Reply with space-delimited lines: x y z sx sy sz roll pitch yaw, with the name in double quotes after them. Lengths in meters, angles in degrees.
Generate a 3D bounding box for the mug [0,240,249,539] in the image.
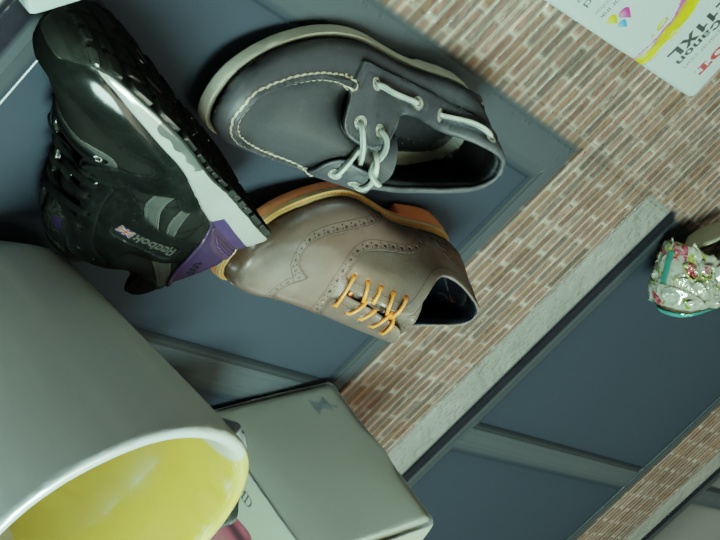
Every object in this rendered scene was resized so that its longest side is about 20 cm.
-0.154 0.078 0.731 0.149 0.153 0.187 -28 151 -20 "mug"

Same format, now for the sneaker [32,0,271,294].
-0.109 -0.039 0.701 0.087 0.076 0.200 -33 152 1 "sneaker"

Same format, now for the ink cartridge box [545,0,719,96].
0.157 -0.187 0.789 0.146 0.083 0.200 -49 150 17 "ink cartridge box"

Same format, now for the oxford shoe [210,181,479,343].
0.000 0.000 0.885 0.200 0.073 0.071 0 134 -50 "oxford shoe"

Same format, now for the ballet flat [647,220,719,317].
0.301 -0.010 1.247 0.200 0.075 0.064 -14 110 -47 "ballet flat"

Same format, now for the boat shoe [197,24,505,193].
0.005 -0.074 0.793 0.200 0.063 0.073 1 133 -51 "boat shoe"

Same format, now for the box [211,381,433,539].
-0.063 0.193 1.036 0.109 0.128 0.200 -9 140 -42 "box"

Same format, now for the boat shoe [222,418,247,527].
-0.140 0.135 0.847 0.200 0.072 0.071 -12 100 -37 "boat shoe"

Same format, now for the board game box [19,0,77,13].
-0.044 -0.192 0.562 0.200 0.064 0.148 -24 149 -28 "board game box"
